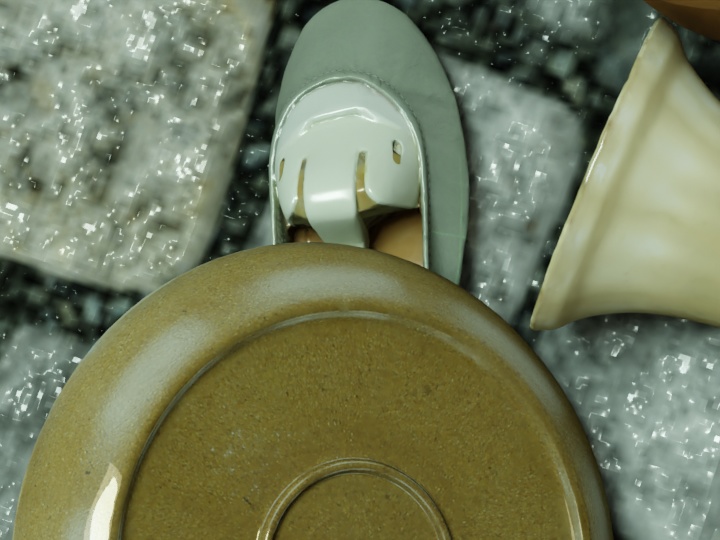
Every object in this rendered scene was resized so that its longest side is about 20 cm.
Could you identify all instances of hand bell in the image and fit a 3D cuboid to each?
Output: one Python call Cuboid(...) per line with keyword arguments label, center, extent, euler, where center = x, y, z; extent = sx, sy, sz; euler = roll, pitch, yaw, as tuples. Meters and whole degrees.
Cuboid(label="hand bell", center=(0.163, 0.009, 0.782), extent=(0.199, 0.104, 0.105), euler=(23, 85, 6))

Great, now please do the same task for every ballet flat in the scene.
Cuboid(label="ballet flat", center=(0.000, 0.000, 0.827), extent=(0.067, 0.064, 0.201), euler=(-5, 76, 15))

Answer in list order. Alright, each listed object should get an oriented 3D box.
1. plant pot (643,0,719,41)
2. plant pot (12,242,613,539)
Cuboid(label="plant pot", center=(0.126, -0.156, 0.779), extent=(0.199, 0.140, 0.201), euler=(-4, 71, 12))
Cuboid(label="plant pot", center=(-0.005, 0.089, 0.764), extent=(0.199, 0.027, 0.202), euler=(3, 81, -23))
